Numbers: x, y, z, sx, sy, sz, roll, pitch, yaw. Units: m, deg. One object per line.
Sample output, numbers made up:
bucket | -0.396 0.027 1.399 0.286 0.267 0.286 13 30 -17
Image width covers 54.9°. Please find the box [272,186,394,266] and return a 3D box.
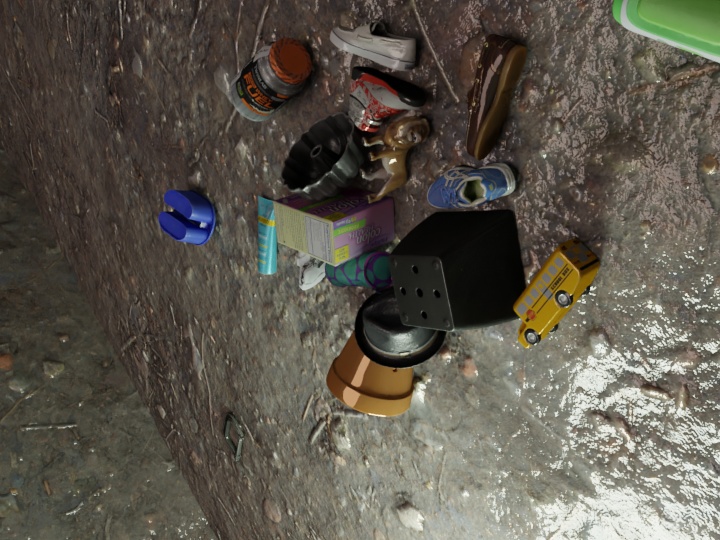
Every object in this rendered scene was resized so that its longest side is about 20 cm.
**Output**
box | -0.057 -0.107 1.479 0.199 0.175 0.098 23 125 42

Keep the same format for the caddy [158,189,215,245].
caddy | -0.509 -0.160 2.062 0.199 0.104 0.143 31 106 37

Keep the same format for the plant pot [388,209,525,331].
plant pot | 0.165 0.013 1.272 0.198 0.176 0.203 4 112 50

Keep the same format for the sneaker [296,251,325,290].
sneaker | -0.128 -0.056 1.678 0.115 0.075 0.202 44 132 28

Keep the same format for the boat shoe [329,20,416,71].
boat shoe | 0.023 -0.436 1.305 0.199 0.071 0.066 35 128 34

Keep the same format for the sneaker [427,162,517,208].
sneaker | 0.184 -0.149 1.248 0.199 0.077 0.077 -11 102 53

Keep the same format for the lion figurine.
lion figurine | 0.065 -0.216 1.357 0.201 0.121 0.073 100 150 -57

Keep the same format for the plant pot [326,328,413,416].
plant pot | 0.035 0.206 1.530 0.199 0.199 0.142 32 115 37

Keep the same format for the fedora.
fedora | 0.075 0.100 1.407 0.201 0.200 0.092 44 173 27

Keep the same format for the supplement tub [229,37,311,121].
supplement tub | -0.198 -0.423 1.535 0.199 0.122 0.124 -23 91 53

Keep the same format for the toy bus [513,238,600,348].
toy bus | 0.326 0.045 1.184 0.078 0.065 0.201 49 139 22

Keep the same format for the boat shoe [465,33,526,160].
boat shoe | 0.212 -0.287 1.153 0.070 0.070 0.202 32 123 27

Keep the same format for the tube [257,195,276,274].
tube | -0.245 -0.092 1.826 0.077 0.050 0.203 20 117 35

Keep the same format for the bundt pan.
bundt pan | -0.069 -0.228 1.448 0.200 0.204 0.076 7 155 48

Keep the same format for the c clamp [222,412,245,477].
c clamp | -0.432 0.593 2.415 0.171 0.027 0.202 45 139 34

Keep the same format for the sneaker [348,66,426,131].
sneaker | 0.048 -0.313 1.334 0.201 0.067 0.109 37 129 40

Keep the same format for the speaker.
speaker | 0.422 -0.320 0.868 0.199 0.088 0.089 37 134 33

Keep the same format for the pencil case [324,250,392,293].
pencil case | 0.000 0.000 1.515 0.092 0.086 0.199 33 167 -26
